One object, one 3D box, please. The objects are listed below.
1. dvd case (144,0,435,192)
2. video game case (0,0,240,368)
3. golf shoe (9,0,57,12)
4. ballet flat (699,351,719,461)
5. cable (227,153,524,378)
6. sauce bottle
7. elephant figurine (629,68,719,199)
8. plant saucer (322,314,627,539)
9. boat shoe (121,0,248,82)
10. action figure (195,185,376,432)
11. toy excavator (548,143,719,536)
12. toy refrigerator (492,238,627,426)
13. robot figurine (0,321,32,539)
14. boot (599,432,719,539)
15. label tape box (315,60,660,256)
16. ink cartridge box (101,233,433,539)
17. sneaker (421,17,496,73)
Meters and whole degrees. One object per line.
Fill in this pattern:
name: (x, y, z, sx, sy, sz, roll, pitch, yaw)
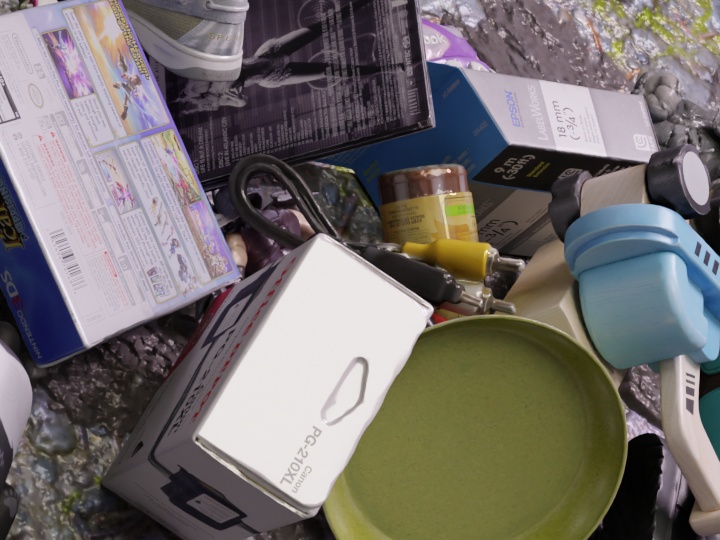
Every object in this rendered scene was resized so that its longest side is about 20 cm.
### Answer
dvd case: (-0.053, -0.130, 1.561, 0.016, 0.199, 0.149, 56, 23, -55)
video game case: (-0.170, -0.059, 1.411, 0.181, 0.045, 0.201, -25, 92, -60)
golf shoe: (-0.186, -0.091, 1.504, 0.091, 0.075, 0.201, 19, 53, -29)
ballet flat: (0.275, 0.089, 1.719, 0.075, 0.068, 0.200, 35, 42, -33)
cable: (0.000, 0.000, 1.506, 0.200, 0.097, 0.050, 24, 2, 12)
sauce bottle: (0.055, 0.031, 1.564, 0.065, 0.065, 0.201, -9, 90, -39)
elephant figurine: (0.269, -0.052, 1.713, 0.200, 0.142, 0.155, 23, 52, 33)
plant saucer: (0.069, 0.113, 1.486, 0.200, 0.200, 0.031, 23, 17, -21)
boat shoe: (-0.141, -0.195, 1.565, 0.074, 0.065, 0.202, -4, 33, -39)
action figure: (-0.042, 0.022, 1.536, 0.130, 0.069, 0.200, -27, 75, -36)
toy excavator: (0.200, 0.049, 1.528, 0.194, 0.100, 0.201, 41, 46, -43)
toy refrigerator: (0.141, 0.036, 1.599, 0.076, 0.070, 0.200, 63, 23, -10)
robot figurine: (-0.255, 0.099, 1.293, 0.150, 0.125, 0.200, 21, 50, -7)
boot: (0.233, 0.226, 1.581, 0.168, 0.076, 0.201, 30, 58, -26)
label tape box: (0.085, -0.073, 1.633, 0.199, 0.144, 0.063, 5, 60, -32)
ink cartridge box: (-0.058, 0.075, 1.366, 0.084, 0.200, 0.145, 35, 69, -11)
sneaker: (0.011, -0.149, 1.684, 0.200, 0.081, 0.089, 4, 52, -39)
